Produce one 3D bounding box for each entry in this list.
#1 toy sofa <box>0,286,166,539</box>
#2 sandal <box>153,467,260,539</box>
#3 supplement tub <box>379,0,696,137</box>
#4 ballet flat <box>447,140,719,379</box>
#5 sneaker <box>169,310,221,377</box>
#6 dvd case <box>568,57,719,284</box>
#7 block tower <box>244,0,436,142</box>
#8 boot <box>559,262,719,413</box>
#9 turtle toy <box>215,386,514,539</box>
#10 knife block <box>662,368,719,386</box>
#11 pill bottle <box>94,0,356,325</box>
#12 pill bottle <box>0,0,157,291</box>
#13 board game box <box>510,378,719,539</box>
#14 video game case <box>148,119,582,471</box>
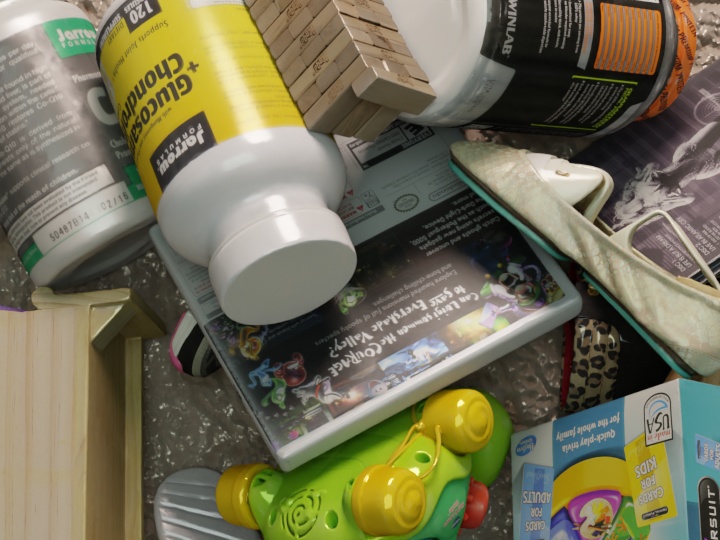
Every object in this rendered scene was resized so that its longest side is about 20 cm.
[{"bbox_3d":[-0.175,0.115,0.980,0.098,0.083,0.200,-6,70,9],"label":"toy sofa"},{"bbox_3d":[-0.078,0.224,1.003,0.079,0.059,0.207,-11,62,-17],"label":"sandal"},{"bbox_3d":[0.104,-0.143,0.966,0.200,0.123,0.123,1,81,-41],"label":"supplement tub"},{"bbox_3d":[0.139,-0.022,0.912,0.200,0.067,0.062,42,103,12],"label":"ballet flat"},{"bbox_3d":[-0.027,0.015,1.013,0.200,0.074,0.087,-36,78,-8],"label":"sneaker"},{"bbox_3d":[0.217,-0.064,1.001,0.200,0.016,0.149,-34,41,-3],"label":"dvd case"},{"bbox_3d":[-0.031,-0.162,0.922,0.058,0.054,0.200,-44,58,29],"label":"block tower"},{"bbox_3d":[0.208,0.010,1.013,0.150,0.073,0.200,6,92,1],"label":"boot"},{"bbox_3d":[0.021,0.125,0.955,0.200,0.146,0.101,-42,117,-41],"label":"turtle toy"},{"bbox_3d":[0.213,0.066,0.943,0.200,0.064,0.176,-18,108,13],"label":"knife block"},{"bbox_3d":[-0.075,-0.073,0.926,0.112,0.112,0.200,-24,61,-2],"label":"pill bottle"},{"bbox_3d":[-0.201,-0.097,1.010,0.113,0.113,0.200,-30,84,-3],"label":"pill bottle"},{"bbox_3d":[0.148,0.176,0.897,0.047,0.151,0.200,13,66,-29],"label":"board game box"},{"bbox_3d":[0.000,0.000,0.955,0.200,0.023,0.182,-27,60,-10],"label":"video game case"}]
